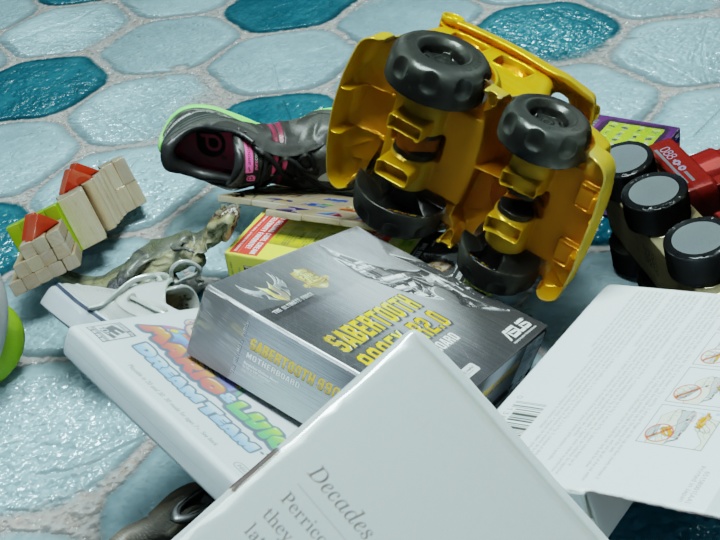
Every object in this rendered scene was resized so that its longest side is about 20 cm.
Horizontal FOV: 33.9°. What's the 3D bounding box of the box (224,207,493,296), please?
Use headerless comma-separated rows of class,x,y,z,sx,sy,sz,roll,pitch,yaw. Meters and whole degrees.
box,0.000,0.000,0.901,0.198,0.050,0.075,9,37,27

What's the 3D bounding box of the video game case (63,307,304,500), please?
video game case,-0.045,0.080,0.694,0.199,0.024,0.181,35,26,33

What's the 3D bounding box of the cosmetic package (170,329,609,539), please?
cosmetic package,-0.010,0.163,0.466,0.200,0.165,0.165,-40,83,-20

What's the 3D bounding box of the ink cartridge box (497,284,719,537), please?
ink cartridge box,0.175,0.080,0.676,0.173,0.044,0.200,5,34,41

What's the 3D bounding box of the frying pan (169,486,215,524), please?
frying pan,-0.056,0.100,0.718,0.189,0.031,0.115,2,24,-41

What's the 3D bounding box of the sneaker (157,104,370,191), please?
sneaker,-0.074,-0.092,0.981,0.198,0.077,0.084,2,28,11

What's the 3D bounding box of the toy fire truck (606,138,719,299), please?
toy fire truck,0.290,-0.031,0.836,0.198,0.129,0.176,-22,34,-2

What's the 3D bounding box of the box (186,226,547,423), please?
box,0.013,0.042,0.737,0.158,0.049,0.200,29,23,19

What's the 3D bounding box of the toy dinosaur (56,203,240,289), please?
toy dinosaur,-0.172,0.008,0.932,0.198,0.048,0.089,-16,46,24

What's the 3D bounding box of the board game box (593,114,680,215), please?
board game box,0.165,-0.104,1.039,0.199,0.033,0.120,16,38,33

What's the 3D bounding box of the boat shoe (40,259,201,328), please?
boat shoe,-0.139,0.033,0.839,0.201,0.075,0.086,22,73,35

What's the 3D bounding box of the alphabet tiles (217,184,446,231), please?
alphabet tiles,-0.008,-0.053,0.963,0.198,0.008,0.167,8,13,26

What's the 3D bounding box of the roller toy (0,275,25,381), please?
roller toy,-0.356,0.020,0.834,0.182,0.201,0.140,-31,38,-20

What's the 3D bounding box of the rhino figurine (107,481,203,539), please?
rhino figurine,-0.050,0.176,0.642,0.199,0.060,0.087,22,47,36

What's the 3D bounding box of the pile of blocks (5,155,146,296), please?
pile of blocks,-0.252,-0.050,1.003,0.081,0.063,0.200,-19,18,20

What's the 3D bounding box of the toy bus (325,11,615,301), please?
toy bus,0.104,-0.096,0.844,0.199,0.137,0.192,31,38,19
